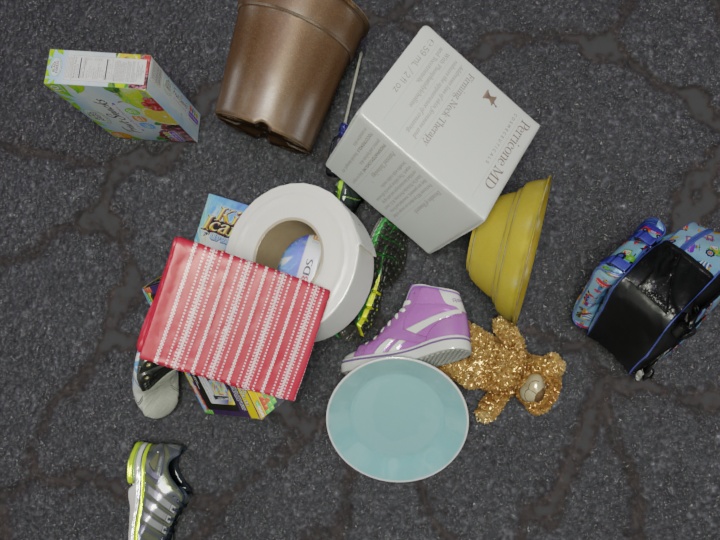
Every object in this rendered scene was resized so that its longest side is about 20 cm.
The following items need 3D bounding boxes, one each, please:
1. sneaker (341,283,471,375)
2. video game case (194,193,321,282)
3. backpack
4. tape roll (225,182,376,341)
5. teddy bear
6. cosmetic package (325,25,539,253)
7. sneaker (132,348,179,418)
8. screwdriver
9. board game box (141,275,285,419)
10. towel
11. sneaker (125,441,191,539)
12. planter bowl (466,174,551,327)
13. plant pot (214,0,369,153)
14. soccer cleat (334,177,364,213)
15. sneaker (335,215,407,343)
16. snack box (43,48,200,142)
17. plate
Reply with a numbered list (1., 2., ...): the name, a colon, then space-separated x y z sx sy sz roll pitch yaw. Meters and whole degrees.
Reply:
1. sneaker: 0.059 0.085 0.851 0.196 0.072 0.117 -18 61 23
2. video game case: -0.159 0.003 0.897 0.195 0.045 0.186 16 82 6
3. backpack: 0.400 0.016 0.793 0.199 0.184 0.134 -39 64 -16
4. tape roll: -0.082 -0.009 0.808 0.197 0.071 0.208 -6 74 20
5. teddy bear: 0.185 0.134 0.843 0.199 0.067 0.146 40 88 9
6. cosmetic package: 0.090 -0.165 0.805 0.199 0.166 0.169 38 69 -6
7. sneaker: -0.280 0.129 0.821 0.071 0.202 0.073 -19 59 -33
8. screwdriver: -0.021 -0.242 0.926 0.027 0.029 0.205 12 88 5
9. board game box: -0.195 0.092 0.801 0.056 0.163 0.204 -33 105 -39
10. towel: -0.147 0.060 0.711 0.196 0.022 0.148 19 91 -16
11. sneaker: -0.277 0.340 0.846 0.079 0.074 0.206 -8 83 0
12. planter bowl: 0.191 -0.034 0.809 0.082 0.200 0.205 14 83 18
13. plant pot: -0.110 -0.290 0.868 0.196 0.200 0.203 20 90 7
14. soccer cleat: 0.013 -0.150 0.898 0.079 0.068 0.205 19 82 0
15. sneaker: 0.000 0.000 0.870 0.084 0.078 0.202 13 65 42
16. snack box: -0.329 -0.243 0.865 0.138 0.200 0.054 6 83 5
17. plate: 0.050 0.203 0.831 0.194 0.026 0.205 2 113 4
